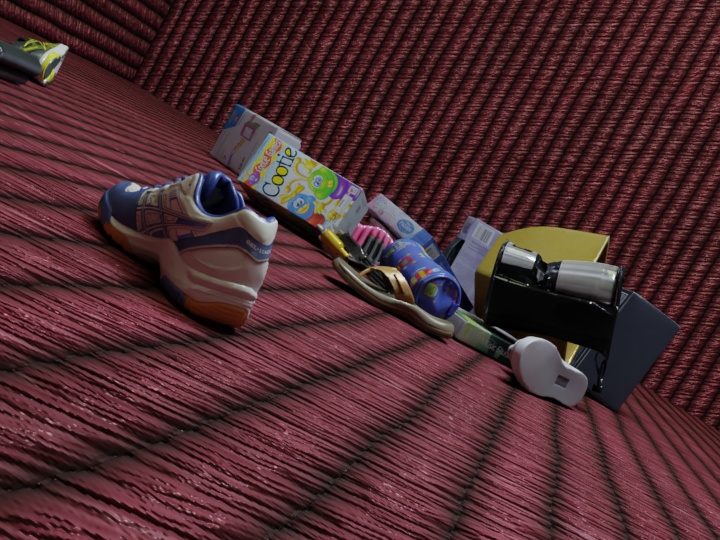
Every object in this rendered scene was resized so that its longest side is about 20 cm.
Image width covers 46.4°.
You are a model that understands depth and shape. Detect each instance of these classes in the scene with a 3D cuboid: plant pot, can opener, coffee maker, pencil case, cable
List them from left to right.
[{"bbox_3d":[-0.508,-0.287,1.165,0.067,0.052,0.200,64,7,-1],"label":"can opener"},{"bbox_3d":[0.000,0.000,1.342,0.200,0.050,0.097,50,0,39],"label":"cable"},{"bbox_3d":[0.094,0.015,1.301,0.087,0.078,0.200,39,6,-23],"label":"pencil case"},{"bbox_3d":[0.317,0.036,1.531,0.199,0.195,0.197,20,-40,24],"label":"plant pot"},{"bbox_3d":[0.295,0.064,1.304,0.198,0.194,0.135,11,-20,17],"label":"coffee maker"}]

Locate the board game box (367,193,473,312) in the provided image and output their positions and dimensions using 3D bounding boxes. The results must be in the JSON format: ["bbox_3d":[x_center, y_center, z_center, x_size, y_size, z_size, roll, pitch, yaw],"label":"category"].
[{"bbox_3d":[0.111,-0.027,1.581,0.199,0.043,0.200,44,-9,50],"label":"board game box"}]

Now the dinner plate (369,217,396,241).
[{"bbox_3d":[0.075,-0.017,1.609,0.200,0.024,0.200,50,-4,5],"label":"dinner plate"}]

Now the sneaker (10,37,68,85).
[{"bbox_3d":[-0.572,-0.381,1.484,0.084,0.075,0.200,27,6,-21],"label":"sneaker"}]

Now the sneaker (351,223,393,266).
[{"bbox_3d":[0.012,-0.042,1.559,0.200,0.079,0.095,35,-4,36],"label":"sneaker"}]

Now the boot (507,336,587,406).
[{"bbox_3d":[0.240,0.133,1.189,0.095,0.074,0.200,27,-7,44],"label":"boot"}]

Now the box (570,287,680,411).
[{"bbox_3d":[0.481,0.140,1.628,0.123,0.201,0.198,35,5,-4],"label":"box"}]

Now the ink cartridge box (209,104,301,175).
[{"bbox_3d":[-0.251,-0.292,2.002,0.084,0.145,0.200,24,8,-48],"label":"ink cartridge box"}]

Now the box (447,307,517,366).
[{"bbox_3d":[0.198,0.105,1.343,0.199,0.037,0.144,26,6,-30],"label":"box"}]

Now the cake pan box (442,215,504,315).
[{"bbox_3d":[0.254,0.013,1.704,0.199,0.185,0.052,27,1,-19],"label":"cake pan box"}]

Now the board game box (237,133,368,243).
[{"bbox_3d":[-0.099,-0.134,1.478,0.199,0.103,0.105,32,-10,14],"label":"board game box"}]

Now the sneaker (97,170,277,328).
[{"bbox_3d":[-0.125,-0.036,0.627,0.200,0.089,0.075,33,8,42],"label":"sneaker"}]

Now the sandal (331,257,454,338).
[{"bbox_3d":[0.049,0.028,1.141,0.199,0.054,0.080,29,5,-13],"label":"sandal"}]
